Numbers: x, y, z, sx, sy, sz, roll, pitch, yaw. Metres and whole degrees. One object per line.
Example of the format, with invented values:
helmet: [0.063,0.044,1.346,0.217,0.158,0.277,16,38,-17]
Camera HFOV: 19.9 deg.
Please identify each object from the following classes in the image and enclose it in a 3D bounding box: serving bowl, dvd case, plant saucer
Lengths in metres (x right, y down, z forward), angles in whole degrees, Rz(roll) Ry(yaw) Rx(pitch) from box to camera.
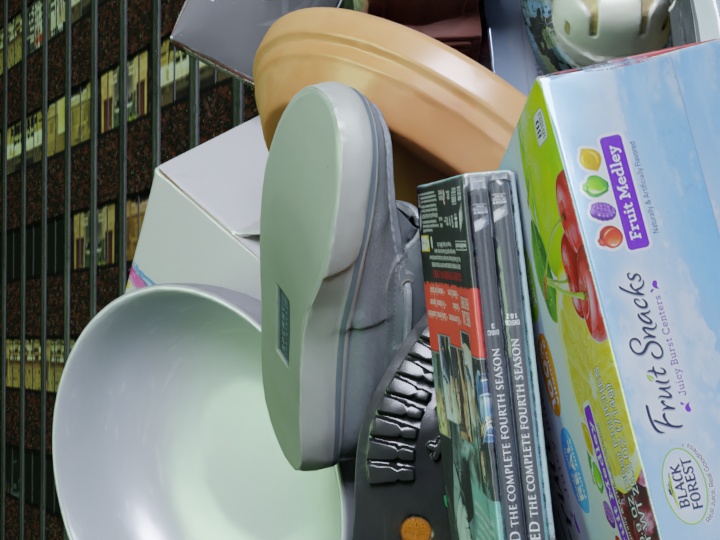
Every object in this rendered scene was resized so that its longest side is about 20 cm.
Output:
serving bowl: [-0.064,0.101,1.025,0.200,0.066,0.201,8,103,38]
dvd case: [0.047,0.065,0.755,0.146,0.022,0.201,180,85,-85]
plant saucer: [0.031,-0.035,0.903,0.038,0.200,0.200,-54,11,-19]

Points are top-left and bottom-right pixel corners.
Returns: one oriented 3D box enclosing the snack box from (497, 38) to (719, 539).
snack box: [0.096,0.034,0.706,0.200,0.067,0.169,97,160,-77]

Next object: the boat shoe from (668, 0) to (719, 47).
boat shoe: [0.145,-0.063,0.758,0.066,0.070,0.201,96,166,-74]

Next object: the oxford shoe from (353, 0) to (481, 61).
oxford shoe: [0.026,-0.147,0.848,0.200,0.070,0.074,116,148,-64]

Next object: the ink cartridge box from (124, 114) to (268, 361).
ink cartridge box: [-0.039,0.010,1.108,0.125,0.128,0.200,39,135,21]

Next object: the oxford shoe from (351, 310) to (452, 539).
oxford shoe: [0.032,0.091,0.872,0.084,0.072,0.201,18,-87,-84]

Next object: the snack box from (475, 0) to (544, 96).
snack box: [0.059,-0.143,0.970,0.142,0.053,0.201,155,109,-78]

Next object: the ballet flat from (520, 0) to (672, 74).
ballet flat: [0.099,-0.136,0.819,0.074,0.074,0.201,-117,16,-52]

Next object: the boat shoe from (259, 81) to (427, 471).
boat shoe: [0.000,0.001,0.871,0.070,0.071,0.201,-122,28,-42]

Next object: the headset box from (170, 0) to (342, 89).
headset box: [-0.040,-0.174,1.120,0.149,0.075,0.200,-64,6,3]
